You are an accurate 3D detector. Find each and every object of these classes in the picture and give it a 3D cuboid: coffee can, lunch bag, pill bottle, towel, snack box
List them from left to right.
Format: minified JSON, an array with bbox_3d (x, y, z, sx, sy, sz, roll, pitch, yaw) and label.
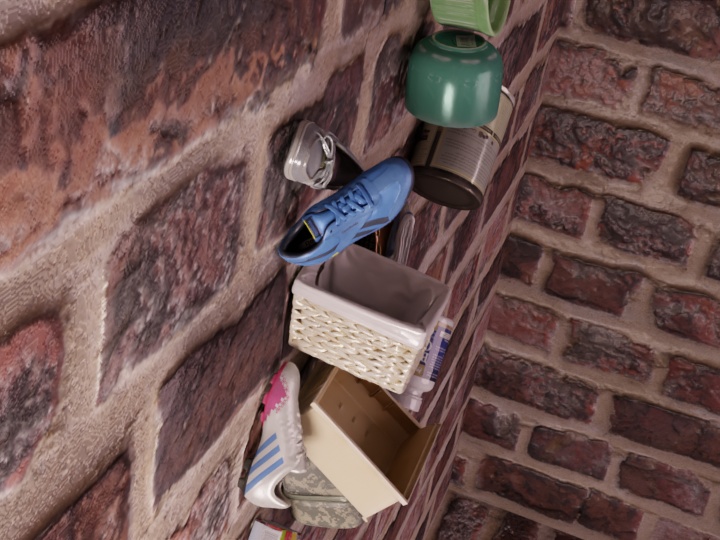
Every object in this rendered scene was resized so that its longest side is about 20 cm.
[{"bbox_3d":[-0.158,0.489,1.676,0.142,0.052,0.203,57,51,-71],"label":"snack box"},{"bbox_3d":[-0.044,0.283,1.729,0.201,0.137,0.170,-58,141,-52],"label":"lunch bag"},{"bbox_3d":[0.049,-0.052,1.746,0.200,0.023,0.149,-108,-152,-67],"label":"towel"},{"bbox_3d":[0.113,0.183,2.261,0.111,0.109,0.203,38,70,-76],"label":"pill bottle"},{"bbox_3d":[0.176,-0.228,1.930,0.147,0.144,0.203,61,48,-71],"label":"coffee can"}]

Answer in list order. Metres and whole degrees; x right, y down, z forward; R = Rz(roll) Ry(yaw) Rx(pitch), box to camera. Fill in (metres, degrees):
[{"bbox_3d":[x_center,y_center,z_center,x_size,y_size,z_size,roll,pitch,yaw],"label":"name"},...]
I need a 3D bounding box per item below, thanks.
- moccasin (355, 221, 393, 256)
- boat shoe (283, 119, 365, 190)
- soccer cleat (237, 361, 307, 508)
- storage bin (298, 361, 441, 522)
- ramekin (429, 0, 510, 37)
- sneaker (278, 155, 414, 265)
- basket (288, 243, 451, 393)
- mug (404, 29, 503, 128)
[{"bbox_3d":[0.001,0.001,1.677,0.077,0.073,0.204,-8,118,-62],"label":"moccasin"},{"bbox_3d":[-0.043,-0.134,1.344,0.202,0.064,0.076,24,83,-77],"label":"boat shoe"},{"bbox_3d":[-0.102,0.231,1.510,0.070,0.085,0.203,3,103,-76],"label":"soccer cleat"},{"bbox_3d":[0.005,0.228,1.630,0.093,0.200,0.199,-36,-169,36],"label":"storage bin"},{"bbox_3d":[0.172,-0.465,1.679,0.200,0.096,0.204,9,90,-73],"label":"ramekin"},{"bbox_3d":[-0.019,-0.069,1.346,0.199,0.067,0.078,-36,168,23],"label":"sneaker"},{"bbox_3d":[0.009,0.064,1.524,0.136,0.197,0.125,-53,161,-53],"label":"basket"},{"bbox_3d":[0.137,-0.313,1.717,0.151,0.184,0.116,-25,133,-39],"label":"mug"}]
